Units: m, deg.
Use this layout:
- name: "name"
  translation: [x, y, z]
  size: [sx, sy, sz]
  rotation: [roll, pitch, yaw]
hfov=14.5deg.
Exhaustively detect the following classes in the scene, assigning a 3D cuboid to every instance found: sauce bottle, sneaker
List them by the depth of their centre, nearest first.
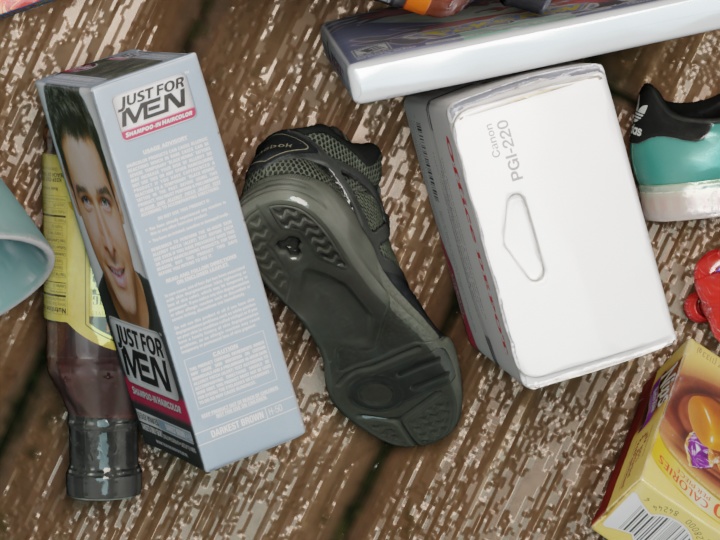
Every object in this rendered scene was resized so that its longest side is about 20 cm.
- name: "sauce bottle"
  translation: [-0.136, 0.020, 1.502]
  size: [0.066, 0.066, 0.201]
  rotation: [-2, 97, -4]
- name: "sneaker"
  translation: [0.000, 0.000, 1.504]
  size: [0.076, 0.115, 0.200]
  rotation: [-20, 125, 22]
- name: "sneaker"
  translation: [0.243, -0.081, 1.513]
  size: [0.199, 0.071, 0.080]
  rotation: [-10, 100, -1]

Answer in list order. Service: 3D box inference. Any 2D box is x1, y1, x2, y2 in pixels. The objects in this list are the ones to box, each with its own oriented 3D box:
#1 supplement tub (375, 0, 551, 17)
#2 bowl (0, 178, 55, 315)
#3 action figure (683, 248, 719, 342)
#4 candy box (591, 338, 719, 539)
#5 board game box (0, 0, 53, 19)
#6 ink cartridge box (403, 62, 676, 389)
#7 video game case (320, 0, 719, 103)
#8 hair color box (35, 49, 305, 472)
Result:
- name: "supplement tub"
  translation: [0.005, -0.186, 1.366]
  size: [0.199, 0.107, 0.107]
  rotation: [17, 94, -5]
- name: "bowl"
  translation: [-0.265, -0.023, 1.440]
  size: [0.200, 0.201, 0.105]
  rotation: [-18, 76, -2]
- name: "action figure"
  translation: [0.249, -0.002, 1.478]
  size: [0.099, 0.200, 0.066]
  rotation: [-23, 93, -32]
- name: "candy box"
  translation: [0.230, 0.140, 1.508]
  size: [0.200, 0.117, 0.057]
  rotation: [33, 134, -5]
- name: "board game box"
  translation: [-0.192, -0.236, 1.478]
  size: [0.195, 0.056, 0.201]
  rotation: [-20, 96, -2]
- name: "ink cartridge box"
  translation: [0.087, -0.029, 1.443]
  size: [0.084, 0.200, 0.146]
  rotation: [-16, 96, -2]
- name: "video game case"
  translation: [0.084, -0.127, 1.443]
  size: [0.199, 0.182, 0.023]
  rotation: [-12, 102, -3]
- name: "hair color box"
  translation: [-0.097, -0.008, 1.427]
  size: [0.060, 0.099, 0.201]
  rotation: [-20, 103, -20]
